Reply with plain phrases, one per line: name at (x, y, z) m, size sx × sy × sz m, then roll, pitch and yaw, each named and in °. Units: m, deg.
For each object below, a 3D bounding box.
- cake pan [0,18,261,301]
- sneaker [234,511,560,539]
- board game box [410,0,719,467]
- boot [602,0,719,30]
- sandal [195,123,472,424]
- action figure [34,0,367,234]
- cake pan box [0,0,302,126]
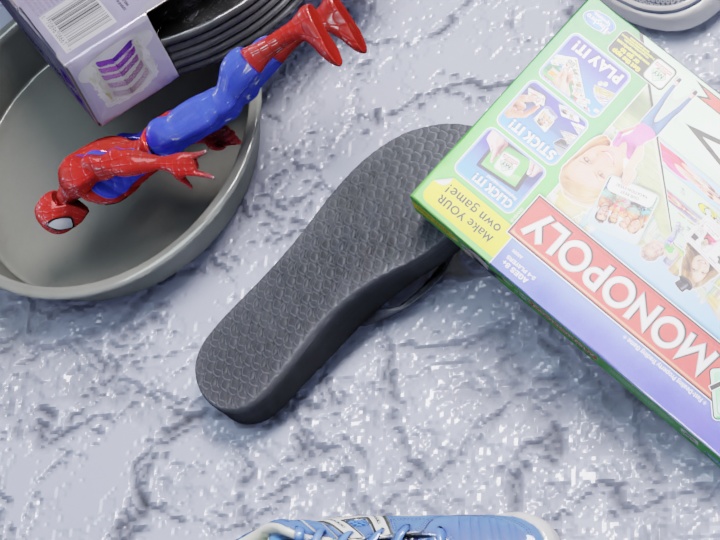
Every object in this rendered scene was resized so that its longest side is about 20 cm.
cake pan at (-0.141, -0.070, 1.172) m, size 0.200 × 0.037 × 0.201 m, roll -9°, pitch 63°, yaw 18°
sneaker at (-0.004, 0.151, 0.986) m, size 0.200 × 0.077 × 0.076 m, roll -15°, pitch 59°, yaw 13°
board game box at (0.141, -0.019, 1.007) m, size 0.200 × 0.029 × 0.135 m, roll 40°, pitch 84°, yaw 16°
boot at (0.116, -0.213, 1.106) m, size 0.073 × 0.090 × 0.200 m, roll -36°, pitch 58°, yaw 2°
sandal at (-0.001, 0.000, 1.085) m, size 0.200 × 0.043 × 0.076 m, roll -41°, pitch 50°, yaw 9°
action figure at (-0.090, -0.071, 1.091) m, size 0.200 × 0.065 × 0.052 m, roll -27°, pitch 100°, yaw 23°
cake pan box at (-0.107, -0.182, 1.160) m, size 0.184 × 0.052 × 0.200 m, roll -35°, pitch 42°, yaw -8°
